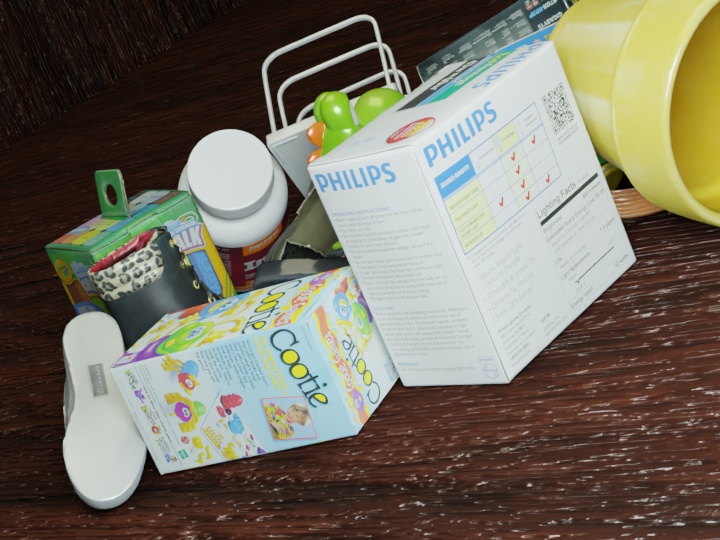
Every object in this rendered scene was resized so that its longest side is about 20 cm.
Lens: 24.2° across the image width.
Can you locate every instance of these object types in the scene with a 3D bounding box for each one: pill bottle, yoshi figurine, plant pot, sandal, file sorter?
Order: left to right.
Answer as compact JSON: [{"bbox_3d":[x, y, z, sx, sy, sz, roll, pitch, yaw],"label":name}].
[{"bbox_3d":[-0.128,-0.062,1.709,0.112,0.114,0.200,-28,-17,-11],"label":"pill bottle"},{"bbox_3d":[-0.001,0.000,1.476,0.198,0.076,0.043,0,59,19],"label":"sandal"},{"bbox_3d":[-0.001,-0.142,1.708,0.137,0.200,0.126,-21,53,12],"label":"file sorter"},{"bbox_3d":[0.030,-0.082,1.535,0.112,0.202,0.112,-13,19,35],"label":"yoshi figurine"},{"bbox_3d":[0.253,-0.151,1.368,0.200,0.203,0.188,-32,29,-25],"label":"plant pot"}]

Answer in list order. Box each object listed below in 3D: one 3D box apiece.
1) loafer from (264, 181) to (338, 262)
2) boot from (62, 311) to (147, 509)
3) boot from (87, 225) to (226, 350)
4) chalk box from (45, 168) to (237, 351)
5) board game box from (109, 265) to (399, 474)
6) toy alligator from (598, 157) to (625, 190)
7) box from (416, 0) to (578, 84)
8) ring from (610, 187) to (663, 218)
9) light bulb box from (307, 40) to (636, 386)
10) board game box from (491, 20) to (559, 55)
[{"bbox_3d":[-0.031,-0.040,1.641,0.201,0.075,0.070,-58,16,31],"label":"loafer"},{"bbox_3d":[-0.219,0.139,1.450,0.073,0.096,0.201,-6,49,-5],"label":"boot"},{"bbox_3d":[-0.136,0.024,1.531,0.202,0.155,0.073,-29,17,-15],"label":"boot"},{"bbox_3d":[-0.216,-0.001,1.642,0.123,0.202,0.124,-33,18,-26],"label":"chalk box"},{"bbox_3d":[-0.084,0.081,1.368,0.198,0.106,0.103,-14,19,31],"label":"board game box"},{"bbox_3d":[0.249,-0.114,1.583,0.199,0.055,0.059,-33,56,-23],"label":"toy alligator"},{"bbox_3d":[0.177,-0.246,1.731,0.199,0.046,0.158,-29,-4,40],"label":"box"},{"bbox_3d":[0.231,-0.109,1.519,0.198,0.019,0.202,-7,42,6],"label":"ring"},{"bbox_3d":[0.092,-0.045,1.331,0.124,0.202,0.198,-6,24,46],"label":"light bulb box"},{"bbox_3d":[0.212,-0.209,1.660,0.198,0.056,0.196,-26,-3,-7],"label":"board game box"}]
